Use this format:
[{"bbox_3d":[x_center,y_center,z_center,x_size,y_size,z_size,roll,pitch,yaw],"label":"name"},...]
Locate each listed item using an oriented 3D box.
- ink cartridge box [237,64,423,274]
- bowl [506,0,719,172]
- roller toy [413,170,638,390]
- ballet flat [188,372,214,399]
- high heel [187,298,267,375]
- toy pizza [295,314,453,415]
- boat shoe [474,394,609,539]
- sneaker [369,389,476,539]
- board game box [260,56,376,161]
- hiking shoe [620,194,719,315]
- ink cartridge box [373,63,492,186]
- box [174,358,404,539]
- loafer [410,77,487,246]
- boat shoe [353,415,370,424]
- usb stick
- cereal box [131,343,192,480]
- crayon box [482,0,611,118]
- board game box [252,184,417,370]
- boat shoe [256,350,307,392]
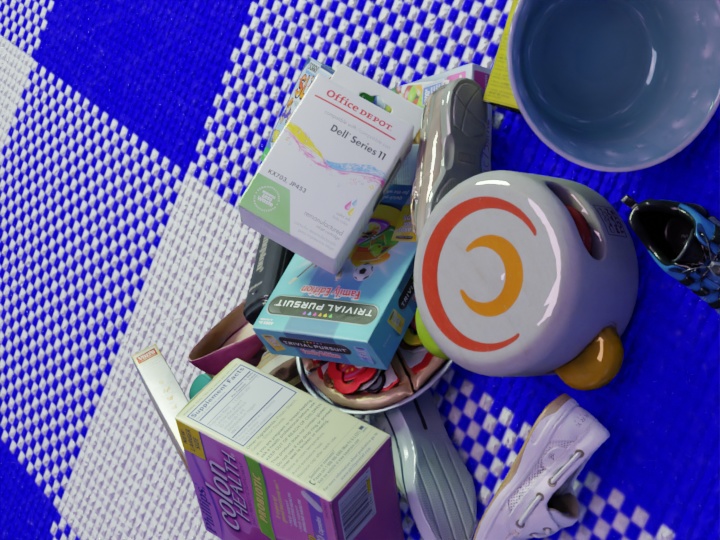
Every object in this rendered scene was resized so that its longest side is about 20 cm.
[{"bbox_3d":[-0.023,-0.113,1.471,0.117,0.067,0.201,29,77,7],"label":"ink cartridge box"},{"bbox_3d":[0.216,-0.192,1.308,0.105,0.199,0.202,-130,58,-80],"label":"bowl"},{"bbox_3d":[0.156,0.005,1.343,0.199,0.139,0.184,15,97,40],"label":"roller toy"},{"bbox_3d":[-0.133,0.177,1.669,0.068,0.075,0.200,-57,32,7],"label":"ballet flat"},{"bbox_3d":[-0.115,0.041,1.669,0.067,0.096,0.201,45,114,44],"label":"high heel"},{"bbox_3d":[0.018,0.054,1.502,0.199,0.032,0.201,-16,51,21],"label":"toy pizza"},{"bbox_3d":[0.162,0.209,1.325,0.069,0.071,0.201,34,123,20],"label":"boat shoe"},{"bbox_3d":[0.061,0.201,1.465,0.071,0.073,0.201,-58,37,44],"label":"sneaker"},{"bbox_3d":[-0.050,-0.157,1.632,0.136,0.034,0.200,-64,20,7],"label":"board game box"},{"bbox_3d":[0.298,0.006,1.221,0.200,0.086,0.075,43,112,45],"label":"hiking shoe"},{"bbox_3d":[0.057,-0.139,1.567,0.199,0.042,0.120,-12,71,48],"label":"ink cartridge box"},{"bbox_3d":[-0.067,0.212,1.455,0.199,0.097,0.177,24,141,31],"label":"box"},{"bbox_3d":[0.083,-0.089,1.457,0.063,0.072,0.202,-9,68,52],"label":"loafer"},{"bbox_3d":[-0.040,0.159,1.551,0.200,0.070,0.070,-19,52,63],"label":"boat shoe"},{"bbox_3d":[-0.095,-0.022,1.654,0.055,0.033,0.201,-25,37,31],"label":"usb stick"},{"bbox_3d":[-0.196,0.197,1.701,0.039,0.144,0.200,-27,49,-10],"label":"cereal box"},{"bbox_3d":[0.204,-0.243,1.417,0.127,0.051,0.201,24,99,48],"label":"crayon box"},{"bbox_3d":[0.000,0.000,1.498,0.150,0.047,0.201,4,53,37],"label":"board game box"},{"bbox_3d":[-0.053,0.083,1.616,0.199,0.071,0.077,-27,45,38],"label":"boat shoe"}]
